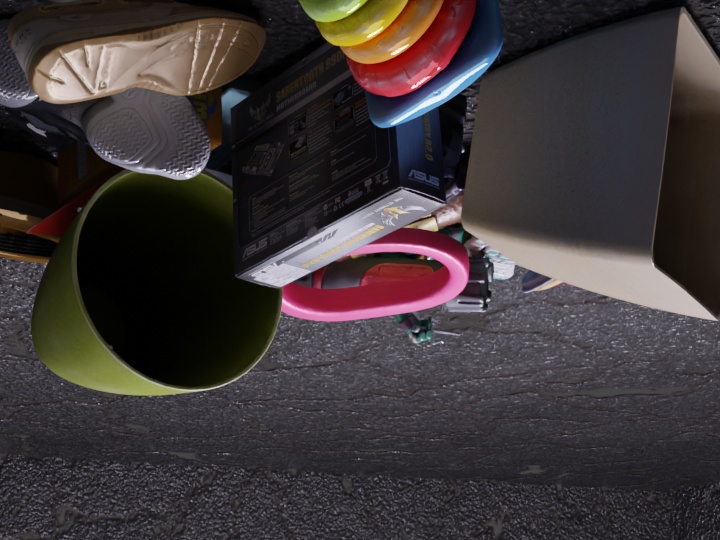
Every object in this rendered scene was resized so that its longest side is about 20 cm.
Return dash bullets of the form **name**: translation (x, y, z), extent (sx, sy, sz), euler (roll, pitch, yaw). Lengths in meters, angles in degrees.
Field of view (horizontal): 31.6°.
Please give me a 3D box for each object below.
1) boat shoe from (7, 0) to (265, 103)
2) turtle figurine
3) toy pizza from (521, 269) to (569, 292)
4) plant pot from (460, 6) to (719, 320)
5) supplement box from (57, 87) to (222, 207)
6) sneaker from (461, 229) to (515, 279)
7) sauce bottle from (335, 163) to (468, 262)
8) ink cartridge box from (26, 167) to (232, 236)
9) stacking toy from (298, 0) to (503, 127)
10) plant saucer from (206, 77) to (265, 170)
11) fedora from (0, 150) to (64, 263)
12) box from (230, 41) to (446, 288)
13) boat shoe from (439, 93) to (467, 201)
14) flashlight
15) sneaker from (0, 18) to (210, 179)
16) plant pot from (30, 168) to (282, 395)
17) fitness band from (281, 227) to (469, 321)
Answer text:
- **boat shoe**: translation (-0.158, -0.170, 0.913), extent (0.200, 0.069, 0.074), euler (-13, 143, -44)
- **turtle figurine**: translation (0.062, 0.004, 1.399), extent (0.100, 0.150, 0.200), euler (11, 161, 18)
- **toy pizza**: translation (0.237, -0.038, 1.219), extent (0.200, 0.032, 0.200), euler (-41, -178, 2)
- **plant pot**: translation (0.195, -0.082, 1.047), extent (0.177, 0.201, 0.200), euler (3, 167, 31)
- **supplement box**: translation (-0.196, -0.112, 1.108), extent (0.066, 0.069, 0.200), euler (8, 158, -34)
- **sneaker**: translation (0.143, -0.051, 1.273), extent (0.077, 0.091, 0.200), euler (12, 169, -11)
- **sauce bottle**: translation (0.060, -0.065, 1.222), extent (0.200, 0.066, 0.066), euler (-17, 162, 1)
- **ink cartridge box**: translation (-0.169, -0.034, 1.142), extent (0.162, 0.050, 0.200), euler (-27, 159, 31)
- **stacking toy**: translation (-0.009, -0.194, 0.823), extent (0.116, 0.110, 0.200), euler (-31, 138, 30)
- **plant saucer**: translation (-0.130, -0.126, 1.147), extent (0.070, 0.019, 0.200), euler (9, 161, -30)
- **fedora**: translation (-0.334, -0.064, 1.210), extent (0.200, 0.082, 0.201), euler (7, 168, 2)
- **box**: translation (-0.024, -0.092, 0.993), extent (0.048, 0.159, 0.200), euler (17, 149, -39)
- **boat shoe**: translation (0.019, -0.089, 1.146), extent (0.075, 0.093, 0.200), euler (10, 159, -32)
- **flashlight**: translation (0.027, 0.013, 1.259), extent (0.199, 0.068, 0.068), euler (4, 172, 16)
- **sneaker**: translation (-0.204, -0.125, 0.999), extent (0.200, 0.076, 0.114), euler (27, 171, 2)
- **plant pot**: translation (-0.196, 0.028, 1.078), extent (0.187, 0.188, 0.200), euler (11, 158, -34)
- **fitness band**: translation (0.000, 0.000, 1.165), extent (0.200, 0.038, 0.144), euler (-7, 149, 16)
